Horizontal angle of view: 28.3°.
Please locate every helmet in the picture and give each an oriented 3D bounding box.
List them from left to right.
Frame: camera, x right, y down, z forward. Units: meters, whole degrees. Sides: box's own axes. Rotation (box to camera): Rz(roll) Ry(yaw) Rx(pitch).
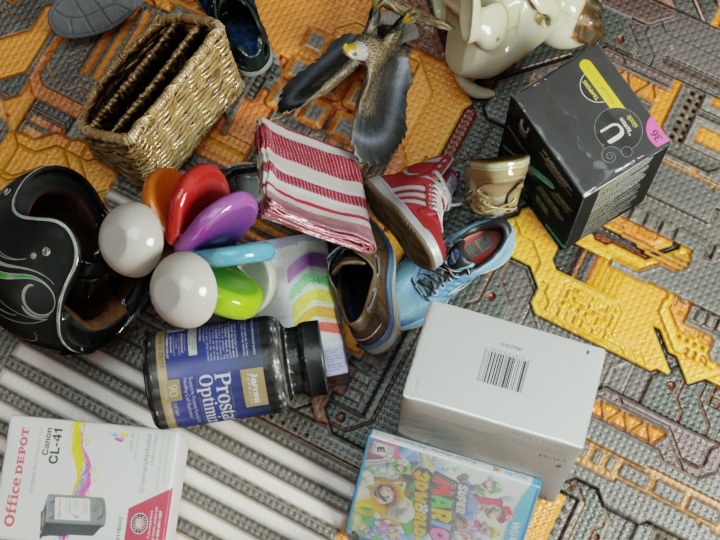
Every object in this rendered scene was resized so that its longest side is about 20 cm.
[{"bbox_3d":[-0.357,-0.014,1.670,0.190,0.200,0.200,30,75,30],"label":"helmet"}]

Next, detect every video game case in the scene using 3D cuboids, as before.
[{"bbox_3d":[0.091,0.268,1.617,0.199,0.018,0.144,16,118,6],"label":"video game case"}]

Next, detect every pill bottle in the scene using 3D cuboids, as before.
[{"bbox_3d":[-0.140,0.112,1.618,0.198,0.112,0.113,-9,73,-1],"label":"pill bottle"}]

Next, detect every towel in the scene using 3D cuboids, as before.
[{"bbox_3d":[-0.055,-0.105,1.697,0.143,0.023,0.201,19,33,-21],"label":"towel"}]

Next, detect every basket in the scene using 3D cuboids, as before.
[{"bbox_3d":[-0.258,-0.225,1.748,0.142,0.149,0.200,32,75,18],"label":"basket"}]

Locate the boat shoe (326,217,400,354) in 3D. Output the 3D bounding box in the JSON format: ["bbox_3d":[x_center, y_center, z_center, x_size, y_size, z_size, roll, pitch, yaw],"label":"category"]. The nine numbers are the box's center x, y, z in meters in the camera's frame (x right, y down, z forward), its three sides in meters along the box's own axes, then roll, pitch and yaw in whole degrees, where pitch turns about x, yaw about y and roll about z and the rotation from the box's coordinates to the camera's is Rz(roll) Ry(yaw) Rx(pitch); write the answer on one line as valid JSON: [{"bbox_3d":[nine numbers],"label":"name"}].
[{"bbox_3d":[0.000,0.000,1.689,0.072,0.072,0.201,-30,48,17],"label":"boat shoe"}]

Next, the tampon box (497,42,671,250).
[{"bbox_3d":[0.260,-0.142,1.695,0.126,0.200,0.150,-32,75,-9],"label":"tampon box"}]

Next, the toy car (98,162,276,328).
[{"bbox_3d":[-0.175,-0.037,1.593,0.200,0.175,0.150,42,113,22],"label":"toy car"}]

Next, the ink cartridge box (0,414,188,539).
[{"bbox_3d":[-0.308,0.251,1.642,0.198,0.086,0.149,5,73,1],"label":"ink cartridge box"}]

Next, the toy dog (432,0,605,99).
[{"bbox_3d":[0.207,-0.314,1.776,0.199,0.140,0.195,-13,110,-14],"label":"toy dog"}]

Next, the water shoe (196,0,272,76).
[{"bbox_3d":[-0.166,-0.346,1.826,0.071,0.079,0.201,-27,74,-8],"label":"water shoe"}]

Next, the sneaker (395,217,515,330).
[{"bbox_3d":[0.100,-0.007,1.710,0.200,0.090,0.079,-37,81,-8],"label":"sneaker"}]

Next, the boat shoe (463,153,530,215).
[{"bbox_3d":[0.162,-0.099,1.687,0.073,0.200,0.067,-5,90,0],"label":"boat shoe"}]

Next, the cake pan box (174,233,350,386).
[{"bbox_3d":[-0.122,0.058,1.717,0.198,0.052,0.185,-8,71,-1],"label":"cake pan box"}]

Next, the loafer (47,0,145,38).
[{"bbox_3d":[-0.312,-0.362,1.853,0.199,0.063,0.072,-32,104,-2],"label":"loafer"}]

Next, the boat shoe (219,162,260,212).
[{"bbox_3d":[-0.150,-0.097,1.759,0.198,0.060,0.074,-2,74,0],"label":"boat shoe"}]

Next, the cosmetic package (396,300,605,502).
[{"bbox_3d":[0.150,0.151,1.600,0.198,0.200,0.124,16,66,6],"label":"cosmetic package"}]

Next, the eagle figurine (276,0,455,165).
[{"bbox_3d":[0.002,-0.253,1.789,0.152,0.150,0.201,45,113,52],"label":"eagle figurine"}]

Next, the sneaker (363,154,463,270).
[{"bbox_3d":[0.087,-0.075,1.705,0.112,0.072,0.200,-21,34,-11],"label":"sneaker"}]

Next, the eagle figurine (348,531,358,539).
[{"bbox_3d":[0.024,0.404,1.565,0.150,0.152,0.201,18,78,28],"label":"eagle figurine"}]
